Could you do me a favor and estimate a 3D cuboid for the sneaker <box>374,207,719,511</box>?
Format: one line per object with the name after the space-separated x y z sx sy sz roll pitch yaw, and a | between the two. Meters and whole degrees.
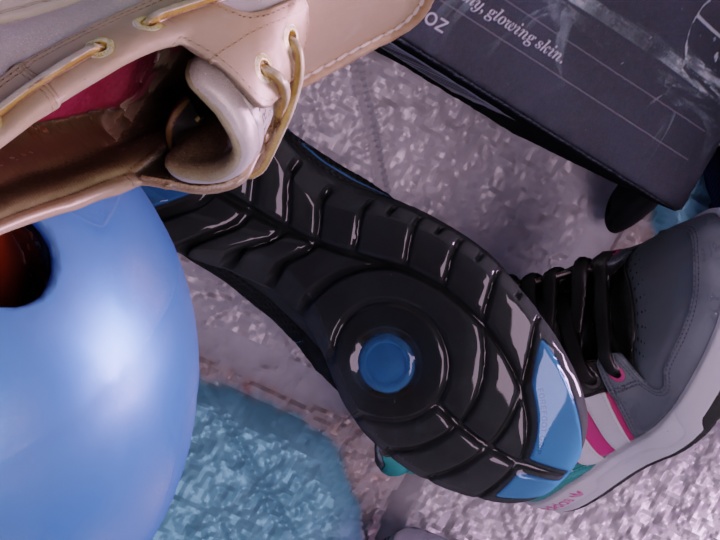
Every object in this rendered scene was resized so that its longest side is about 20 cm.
0.057 0.026 0.895 0.120 0.200 0.084 11 60 -18 | sneaker

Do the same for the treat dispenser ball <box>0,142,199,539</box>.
-0.150 0.032 0.765 0.200 0.201 0.202 -9 111 -23 | treat dispenser ball

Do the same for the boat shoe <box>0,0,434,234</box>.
-0.052 -0.053 0.696 0.199 0.069 0.074 -21 147 -29 | boat shoe

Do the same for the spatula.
0.134 -0.049 0.894 0.020 0.200 0.057 18 69 -17 | spatula

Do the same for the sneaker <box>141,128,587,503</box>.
0.000 0.000 0.848 0.200 0.082 0.073 42 98 6 | sneaker

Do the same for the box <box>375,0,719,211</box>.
0.063 -0.159 0.850 0.199 0.124 0.197 28 92 -31 | box

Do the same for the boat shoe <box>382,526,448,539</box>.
0.061 0.174 1.005 0.200 0.071 0.070 30 120 -35 | boat shoe

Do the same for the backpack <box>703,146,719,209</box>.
0.227 -0.002 0.960 0.162 0.168 0.201 -14 115 -8 | backpack
